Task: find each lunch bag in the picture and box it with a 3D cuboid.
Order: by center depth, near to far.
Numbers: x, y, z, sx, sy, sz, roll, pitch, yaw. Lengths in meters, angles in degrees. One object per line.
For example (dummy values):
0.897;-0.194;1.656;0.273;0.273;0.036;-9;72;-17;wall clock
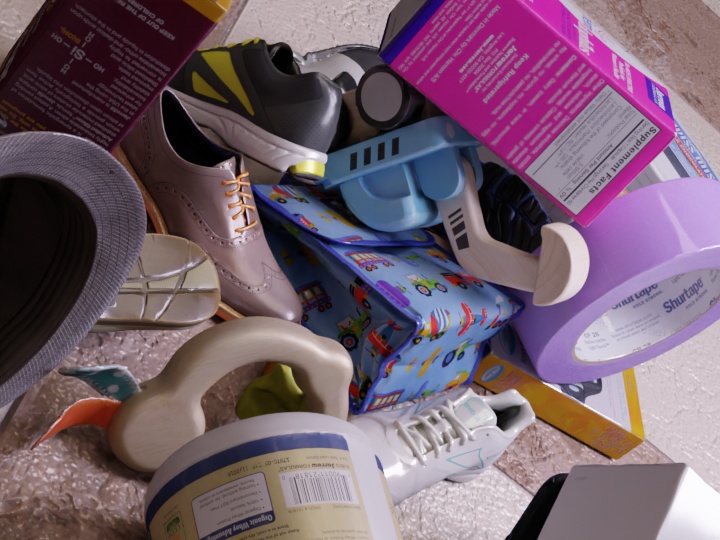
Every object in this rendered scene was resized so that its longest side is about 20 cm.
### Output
0.000;0.000;1.137;0.200;0.094;0.150;46;29;24;lunch bag

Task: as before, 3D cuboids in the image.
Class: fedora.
-0.223;-0.008;0.809;0.090;0.200;0.177;40;1;33;fedora

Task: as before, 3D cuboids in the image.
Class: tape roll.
0.216;0.011;1.179;0.199;0.200;0.066;4;53;-46;tape roll

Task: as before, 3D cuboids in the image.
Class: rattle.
-0.113;0.065;0.942;0.198;0.131;0.143;-1;41;-18;rattle

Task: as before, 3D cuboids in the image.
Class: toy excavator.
0.061;-0.058;1.116;0.100;0.193;0.201;-14;88;-60;toy excavator

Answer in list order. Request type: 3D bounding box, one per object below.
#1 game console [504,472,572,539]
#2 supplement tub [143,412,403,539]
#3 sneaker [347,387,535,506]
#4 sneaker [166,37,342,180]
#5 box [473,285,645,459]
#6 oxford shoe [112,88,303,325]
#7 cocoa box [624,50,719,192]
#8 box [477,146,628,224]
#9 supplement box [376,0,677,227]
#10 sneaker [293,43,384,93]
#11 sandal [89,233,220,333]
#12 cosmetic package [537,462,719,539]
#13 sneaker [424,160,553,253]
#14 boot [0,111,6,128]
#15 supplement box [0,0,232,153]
0.183;0.263;1.040;0.199;0.171;0.118;25;13;-31;game console
-0.036;0.197;0.826;0.144;0.144;0.201;15;45;-39;supplement tub
0.048;0.117;1.062;0.200;0.080;0.071;-10;65;-51;sneaker
-0.089;-0.138;1.106;0.199;0.085;0.074;31;8;27;sneaker
0.153;0.068;1.267;0.199;0.041;0.120;29;38;-23;box
-0.102;-0.038;1.051;0.200;0.073;0.071;50;33;2;oxford shoe
0.244;-0.096;1.447;0.131;0.133;0.201;-14;68;-54;cocoa box
0.154;-0.070;1.313;0.124;0.098;0.200;16;32;-43;box
0.122;-0.142;1.082;0.200;0.103;0.101;39;24;-13;supplement box
-0.034;-0.134;1.231;0.199;0.074;0.089;-11;64;-42;sneaker
-0.183;0.004;0.931;0.199;0.054;0.081;11;67;-33;sandal
0.197;0.262;0.962;0.200;0.123;0.200;39;66;-20;cosmetic package
0.084;-0.055;1.222;0.199;0.076;0.078;32;-1;34;sneaker
-0.306;-0.103;0.824;0.200;0.131;0.068;36;7;-24;boot
-0.166;-0.156;0.982;0.085;0.200;0.111;33;36;-19;supplement box
